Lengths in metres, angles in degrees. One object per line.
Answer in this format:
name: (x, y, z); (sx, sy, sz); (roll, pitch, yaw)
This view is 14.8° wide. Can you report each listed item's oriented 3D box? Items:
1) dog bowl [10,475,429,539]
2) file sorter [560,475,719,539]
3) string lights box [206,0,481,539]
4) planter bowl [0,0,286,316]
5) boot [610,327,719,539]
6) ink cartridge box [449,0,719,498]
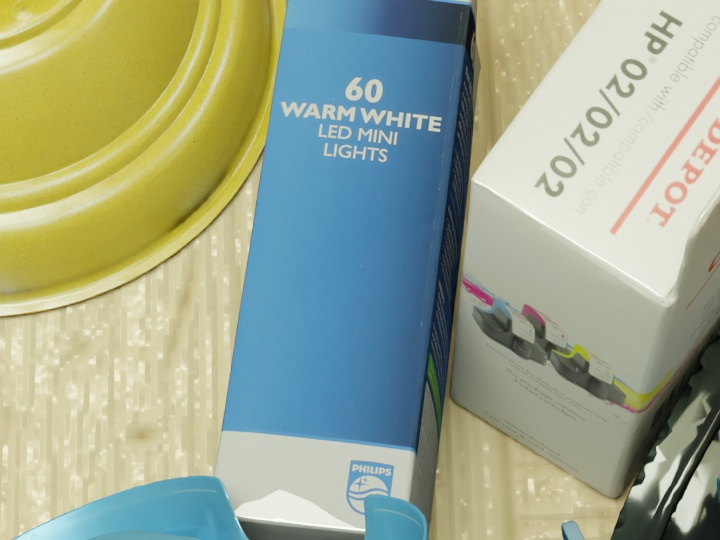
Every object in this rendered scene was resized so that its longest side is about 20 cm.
dog bowl: (-0.050, 0.102, 0.686); (0.111, 0.200, 0.050); (-32, 106, -28)
file sorter: (0.120, 0.122, 0.732); (0.199, 0.139, 0.123); (-16, 102, 0)
string lights box: (0.000, 0.000, 0.839); (0.059, 0.103, 0.201); (5, 66, 5)
planter bowl: (-0.123, -0.093, 0.888); (0.199, 0.084, 0.202); (0, 67, 0)
boot: (0.183, 0.060, 0.830); (0.168, 0.077, 0.200); (30, 65, 14)
ink cartridge box: (0.086, -0.027, 0.799); (0.068, 0.200, 0.115); (32, 69, 12)
